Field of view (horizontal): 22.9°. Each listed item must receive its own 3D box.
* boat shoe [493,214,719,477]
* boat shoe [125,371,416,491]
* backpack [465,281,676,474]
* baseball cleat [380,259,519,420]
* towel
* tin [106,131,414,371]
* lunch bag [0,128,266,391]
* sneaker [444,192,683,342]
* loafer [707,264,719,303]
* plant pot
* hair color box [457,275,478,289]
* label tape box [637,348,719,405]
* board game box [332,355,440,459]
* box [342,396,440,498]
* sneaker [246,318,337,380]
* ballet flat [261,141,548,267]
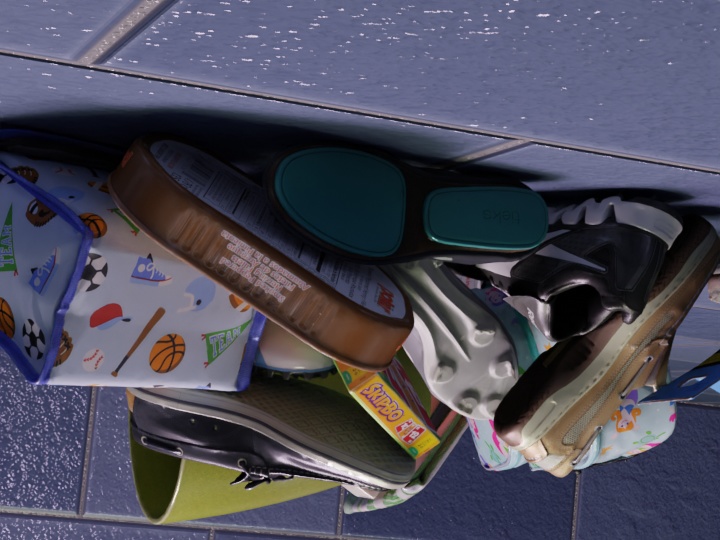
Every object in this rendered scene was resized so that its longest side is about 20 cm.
[{"bbox_3d":[0.179,0.054,1.191,0.076,0.200,0.072,39,-168,-15],"label":"boat shoe"},{"bbox_3d":[-0.061,0.108,1.155,0.199,0.063,0.075,15,-155,9],"label":"boat shoe"},{"bbox_3d":[0.149,0.064,1.319,0.150,0.178,0.200,-16,178,-17],"label":"backpack"},{"bbox_3d":[0.044,0.015,1.220,0.200,0.070,0.107,55,-174,-33],"label":"baseball cleat"},{"bbox_3d":[0.053,0.147,1.577,0.023,0.153,0.200,37,162,-7],"label":"towel"},{"bbox_3d":[-0.056,-0.013,1.041,0.200,0.042,0.112,34,-160,-6],"label":"tin"},{"bbox_3d":[-0.172,-0.017,1.129,0.170,0.124,0.200,9,-163,-44],"label":"lunch bag"},{"bbox_3d":[0.118,0.002,1.167,0.066,0.091,0.200,30,159,-38],"label":"sneaker"},{"bbox_3d":[0.348,0.026,1.350,0.199,0.063,0.072,-1,172,45],"label":"loafer"},{"bbox_3d":[-0.056,0.094,1.324,0.199,0.188,0.187,3,175,-20],"label":"plant pot"},{"bbox_3d":[0.098,0.034,1.475,0.199,0.102,0.061,6,173,-2],"label":"hair color box"},{"bbox_3d":[0.286,0.050,1.116,0.200,0.063,0.144,-35,177,-6],"label":"label tape box"},{"bbox_3d":[-0.013,0.026,1.163,0.030,0.200,0.096,-36,138,5],"label":"board game box"},{"bbox_3d":[0.025,0.093,1.558,0.095,0.200,0.078,35,169,-7],"label":"box"},{"bbox_3d":[-0.070,0.009,1.195,0.072,0.073,0.200,-4,-150,-26],"label":"sneaker"},{"bbox_3d":[0.019,-0.035,1.072,0.199,0.073,0.073,6,174,-30],"label":"ballet flat"}]
